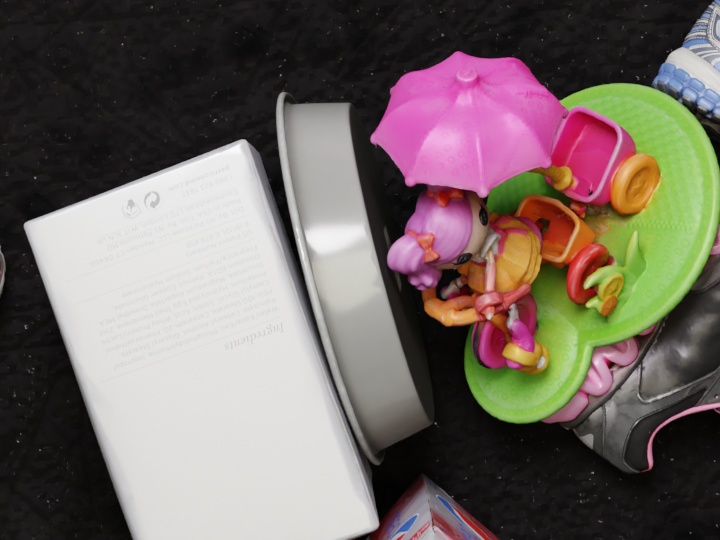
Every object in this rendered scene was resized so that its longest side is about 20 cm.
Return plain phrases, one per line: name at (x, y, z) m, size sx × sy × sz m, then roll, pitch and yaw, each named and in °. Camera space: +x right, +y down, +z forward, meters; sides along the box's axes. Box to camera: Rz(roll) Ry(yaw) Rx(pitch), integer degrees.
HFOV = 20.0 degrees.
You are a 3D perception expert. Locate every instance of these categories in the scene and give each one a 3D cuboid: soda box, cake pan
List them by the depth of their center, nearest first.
cake pan at (0.000, 0.000, 1.075) m, size 0.036 × 0.200 × 0.202 m, roll -15°, pitch 91°, yaw 5°
soda box at (0.041, 0.164, 1.080) m, size 0.070 × 0.200 × 0.064 m, roll 41°, pitch 92°, yaw -1°

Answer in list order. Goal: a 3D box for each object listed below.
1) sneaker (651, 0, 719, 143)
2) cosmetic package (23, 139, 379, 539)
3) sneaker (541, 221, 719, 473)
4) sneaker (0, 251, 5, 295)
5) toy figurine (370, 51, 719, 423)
sneaker at (0.268, -0.091, 1.140) m, size 0.199 × 0.077 × 0.086 m, roll 28°, pitch 87°, yaw -1°
cosmetic package at (-0.078, 0.049, 1.077) m, size 0.122 × 0.199 × 0.202 m, roll -21°, pitch 91°, yaw 0°
sneaker at (0.191, 0.032, 1.147) m, size 0.095 × 0.079 × 0.200 m, roll 43°, pitch 98°, yaw -7°
sneaker at (-0.274, -0.053, 1.130) m, size 0.200 × 0.085 × 0.077 m, roll 42°, pitch 90°, yaw -1°
toy figurine at (0.069, -0.031, 1.060) m, size 0.150 × 0.184 × 0.201 m, roll 32°, pitch 95°, yaw 39°
